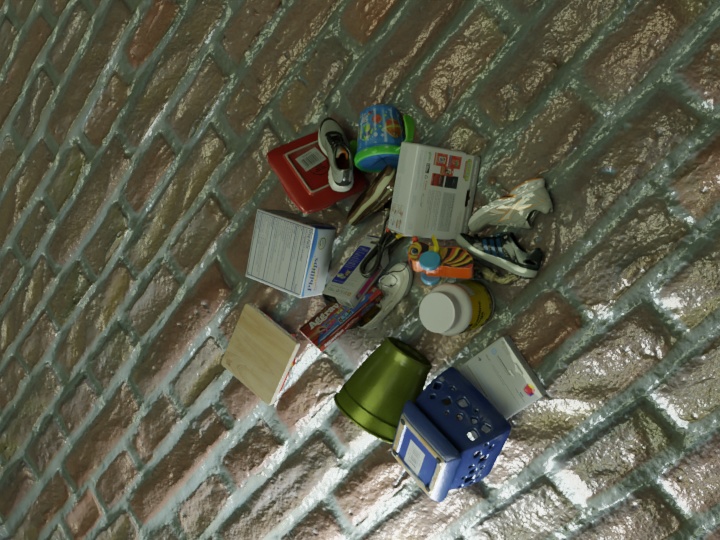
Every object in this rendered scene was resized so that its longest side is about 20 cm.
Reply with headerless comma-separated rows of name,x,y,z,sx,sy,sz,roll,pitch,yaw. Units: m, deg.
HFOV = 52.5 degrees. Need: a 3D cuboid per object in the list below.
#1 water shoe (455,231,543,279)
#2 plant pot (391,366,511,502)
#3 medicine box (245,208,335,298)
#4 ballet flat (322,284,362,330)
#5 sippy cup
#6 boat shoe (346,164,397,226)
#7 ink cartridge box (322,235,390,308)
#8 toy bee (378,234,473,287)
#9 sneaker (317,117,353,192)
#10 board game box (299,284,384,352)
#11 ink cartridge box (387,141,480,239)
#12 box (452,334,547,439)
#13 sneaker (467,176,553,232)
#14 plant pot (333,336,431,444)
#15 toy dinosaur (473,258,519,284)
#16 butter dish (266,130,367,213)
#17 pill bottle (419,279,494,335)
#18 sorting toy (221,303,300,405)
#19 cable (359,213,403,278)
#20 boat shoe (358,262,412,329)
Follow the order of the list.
water shoe,0.309,-0.054,1.618,0.198,0.071,0.080,27,103,21
plant pot,0.183,0.369,1.604,0.200,0.178,0.202,43,140,31
medicine box,-0.183,-0.048,1.903,0.198,0.102,0.185,19,103,29
ballet flat,-0.042,0.106,1.810,0.074,0.072,0.200,-65,30,18
sippy cup,0.049,-0.316,1.733,0.175,0.140,0.132,-7,78,12
boat shoe,0.040,-0.164,1.774,0.074,0.075,0.202,32,135,-13
ink cartridge box,0.000,0.000,1.769,0.094,0.037,0.201,13,57,41
toy bee,0.146,-0.032,1.590,0.132,0.197,0.110,111,165,-50
sneaker,-0.052,-0.289,1.753,0.080,0.073,0.202,112,148,-58
board game box,-0.045,0.101,1.732,0.199,0.020,0.103,-41,36,-13
ink cartridge box,0.169,-0.177,1.667,0.084,0.173,0.203,27,109,61
box,0.297,0.265,1.657,0.200,0.041,0.157,-42,73,28
sneaker,0.327,-0.120,1.597,0.199,0.075,0.093,-30,82,31
plant pot,0.069,0.271,1.728,0.199,0.200,0.194,35,98,25
toy dinosaur,0.254,-0.007,1.639,0.198,0.088,0.048,26,96,27
butter dish,-0.118,-0.221,1.830,0.200,0.198,0.148,55,153,16
pill bottle,0.210,0.082,1.606,0.111,0.199,0.114,3,95,32
sorting toy,-0.259,0.223,1.988,0.199,0.069,0.201,35,110,26
cable,0.056,-0.075,1.736,0.200,0.051,0.097,-42,57,-13
boat shoe,0.053,0.065,1.781,0.071,0.069,0.201,47,116,20
